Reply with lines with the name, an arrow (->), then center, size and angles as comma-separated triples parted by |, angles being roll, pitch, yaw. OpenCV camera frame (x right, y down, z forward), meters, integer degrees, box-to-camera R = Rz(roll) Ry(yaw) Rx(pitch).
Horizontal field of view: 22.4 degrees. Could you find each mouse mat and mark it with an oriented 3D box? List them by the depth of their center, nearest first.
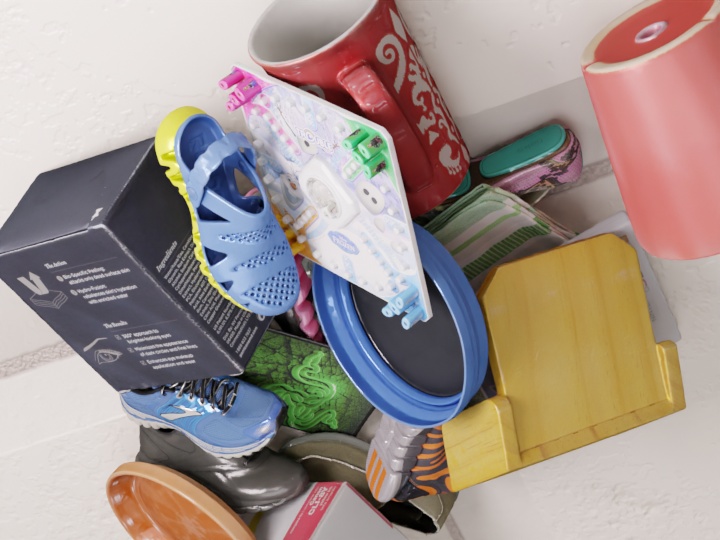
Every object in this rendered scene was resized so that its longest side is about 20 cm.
mouse mat -> -0.059, 0.115, 1.808 | 0.160, 0.008, 0.200 | 16, 151, -8

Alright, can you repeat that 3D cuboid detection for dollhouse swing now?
dollhouse swing -> 0.171, 0.083, 1.688 | 0.199, 0.177, 0.182 | -17, 172, -24

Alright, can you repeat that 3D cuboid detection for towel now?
towel -> 0.130, -0.004, 1.707 | 0.152, 0.024, 0.199 | -37, 138, 28

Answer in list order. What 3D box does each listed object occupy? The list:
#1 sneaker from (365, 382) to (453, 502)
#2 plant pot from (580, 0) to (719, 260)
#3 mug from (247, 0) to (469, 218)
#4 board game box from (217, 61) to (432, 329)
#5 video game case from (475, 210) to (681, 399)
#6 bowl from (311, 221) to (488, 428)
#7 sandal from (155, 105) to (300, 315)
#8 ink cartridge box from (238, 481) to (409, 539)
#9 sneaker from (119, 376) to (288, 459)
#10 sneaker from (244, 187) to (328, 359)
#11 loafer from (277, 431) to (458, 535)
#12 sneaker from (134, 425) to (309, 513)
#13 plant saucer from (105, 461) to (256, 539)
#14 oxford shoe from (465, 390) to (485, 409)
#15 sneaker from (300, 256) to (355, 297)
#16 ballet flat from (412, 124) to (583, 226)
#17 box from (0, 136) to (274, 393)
sneaker -> 0.081, 0.141, 1.750 | 0.111, 0.078, 0.201 | -1, 134, -25
plant pot -> 0.287, -0.136, 1.551 | 0.199, 0.201, 0.178 | -25, 112, 20
mug -> 0.003, -0.135, 1.574 | 0.132, 0.178, 0.201 | -16, 128, 23
board game box -> -0.032, -0.062, 1.542 | 0.026, 0.199, 0.201 | -37, 133, -26
video game case -> 0.195, 0.054, 1.732 | 0.199, 0.023, 0.183 | -29, 132, 3
bowl -> 0.036, 0.042, 1.618 | 0.200, 0.039, 0.202 | 32, 136, 37
sandal -> -0.107, -0.047, 1.567 | 0.087, 0.079, 0.201 | 5, 128, 57
ink cartridge box -> -0.047, 0.292, 1.883 | 0.145, 0.084, 0.199 | 44, 150, -25
sneaker -> -0.164, 0.123, 1.783 | 0.198, 0.079, 0.089 | 10, 147, 26
sneaker -> -0.087, 0.006, 1.750 | 0.095, 0.079, 0.201 | -7, 126, 33
loafer -> 0.006, 0.224, 1.884 | 0.198, 0.070, 0.075 | 13, 139, -5
sneaker -> -0.146, 0.185, 1.847 | 0.198, 0.076, 0.092 | 11, 120, 21
plant saucer -> -0.173, 0.266, 1.856 | 0.199, 0.032, 0.201 | 27, 146, 20
oxford shoe -> 0.116, 0.109, 1.805 | 0.074, 0.058, 0.201 | 7, 132, -14
sneaker -> 0.000, 0.000, 1.719 | 0.088, 0.074, 0.201 | -9, 127, 27
ballet flat -> 0.112, -0.073, 1.675 | 0.198, 0.069, 0.071 | -18, 126, 11
box -> -0.204, 0.000, 1.670 | 0.196, 0.118, 0.200 | -11, 130, 45
